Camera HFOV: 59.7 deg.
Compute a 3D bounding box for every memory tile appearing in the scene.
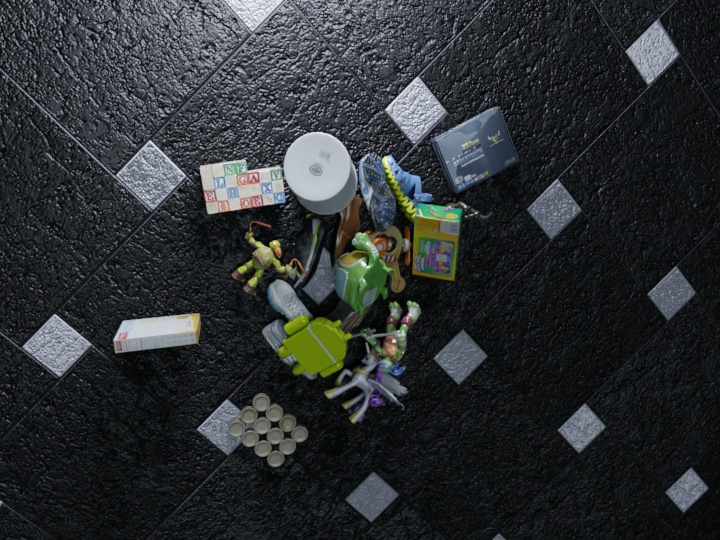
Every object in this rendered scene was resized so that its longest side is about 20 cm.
[{"bbox_3d":[-0.259,0.450,1.769,0.200,0.017,0.153,43,92,-17],"label":"memory tile"}]

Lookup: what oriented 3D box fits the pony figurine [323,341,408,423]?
[{"bbox_3d":[0.027,0.321,1.734,0.193,0.167,0.200,45,96,-2],"label":"pony figurine"}]

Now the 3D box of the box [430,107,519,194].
[{"bbox_3d":[0.306,-0.321,1.678,0.198,0.051,0.159,-27,106,-4],"label":"box"}]

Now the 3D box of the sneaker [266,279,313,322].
[{"bbox_3d":[-0.168,0.106,1.655,0.075,0.086,0.201,-41,105,-26],"label":"sneaker"}]

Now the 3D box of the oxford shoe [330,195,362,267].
[{"bbox_3d":[-0.037,-0.101,1.654,0.070,0.071,0.203,11,100,-18],"label":"oxford shoe"}]

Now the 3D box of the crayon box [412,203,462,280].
[{"bbox_3d":[0.200,-0.072,1.651,0.117,0.059,0.202,9,132,12],"label":"crayon box"}]

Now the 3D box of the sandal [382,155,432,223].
[{"bbox_3d":[0.123,-0.223,1.656,0.087,0.079,0.201,-37,116,-4],"label":"sandal"}]

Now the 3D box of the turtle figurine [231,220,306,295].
[{"bbox_3d":[-0.247,-0.016,1.611,0.200,0.064,0.162,42,102,4],"label":"turtle figurine"}]

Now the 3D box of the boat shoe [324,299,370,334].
[{"bbox_3d":[-0.025,0.115,1.714,0.200,0.076,0.072,-41,142,-8],"label":"boat shoe"}]

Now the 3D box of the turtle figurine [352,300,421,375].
[{"bbox_3d":[0.071,0.155,1.664,0.199,0.144,0.195,33,55,-6],"label":"turtle figurine"}]

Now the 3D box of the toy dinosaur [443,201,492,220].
[{"bbox_3d":[0.260,-0.158,1.691,0.197,0.102,0.078,-19,114,-16],"label":"toy dinosaur"}]

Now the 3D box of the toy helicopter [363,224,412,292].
[{"bbox_3d":[0.091,-0.034,1.705,0.131,0.079,0.202,-24,118,-14],"label":"toy helicopter"}]

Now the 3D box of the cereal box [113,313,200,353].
[{"bbox_3d":[-0.507,0.155,1.580,0.197,0.144,0.040,-6,106,-9],"label":"cereal box"}]

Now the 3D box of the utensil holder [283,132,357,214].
[{"bbox_3d":[-0.095,-0.230,1.517,0.167,0.200,0.173,0,89,3],"label":"utensil holder"}]

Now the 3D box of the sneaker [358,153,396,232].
[{"bbox_3d":[0.042,-0.201,1.629,0.075,0.077,0.203,-12,97,-15],"label":"sneaker"}]

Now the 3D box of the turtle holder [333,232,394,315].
[{"bbox_3d":[-0.007,0.009,1.615,0.141,0.131,0.186,-44,149,-17],"label":"turtle holder"}]

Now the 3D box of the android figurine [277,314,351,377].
[{"bbox_3d":[-0.115,0.195,1.621,0.199,0.041,0.183,-33,107,22],"label":"android figurine"}]

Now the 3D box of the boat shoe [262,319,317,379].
[{"bbox_3d":[-0.191,0.220,1.707,0.065,0.074,0.201,-26,108,25],"label":"boat shoe"}]

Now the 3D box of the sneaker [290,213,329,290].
[{"bbox_3d":[-0.148,-0.050,1.656,0.082,0.072,0.203,22,98,9],"label":"sneaker"}]

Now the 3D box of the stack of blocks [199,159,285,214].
[{"bbox_3d":[-0.294,-0.217,1.577,0.197,0.059,0.117,-9,105,-9],"label":"stack of blocks"}]
